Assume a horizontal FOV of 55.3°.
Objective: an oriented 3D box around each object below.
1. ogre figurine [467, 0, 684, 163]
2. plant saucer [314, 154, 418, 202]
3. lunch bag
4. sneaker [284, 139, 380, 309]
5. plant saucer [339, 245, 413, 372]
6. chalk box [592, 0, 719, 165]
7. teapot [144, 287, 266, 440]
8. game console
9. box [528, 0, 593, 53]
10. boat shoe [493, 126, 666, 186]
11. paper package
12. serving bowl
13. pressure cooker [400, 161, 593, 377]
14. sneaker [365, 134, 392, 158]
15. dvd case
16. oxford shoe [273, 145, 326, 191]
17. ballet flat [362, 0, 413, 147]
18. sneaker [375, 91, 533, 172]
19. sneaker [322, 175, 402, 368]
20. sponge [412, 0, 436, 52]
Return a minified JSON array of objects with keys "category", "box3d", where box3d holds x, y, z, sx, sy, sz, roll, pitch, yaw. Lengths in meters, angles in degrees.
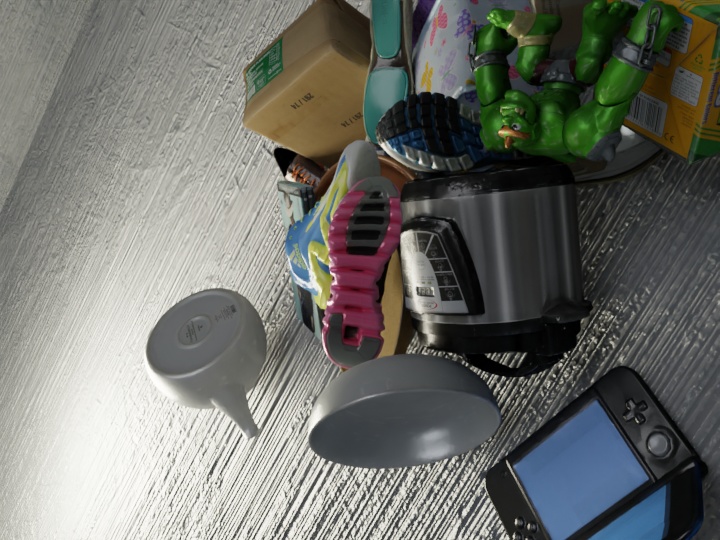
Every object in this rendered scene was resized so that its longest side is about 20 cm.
[{"category":"ogre figurine","box3d":[0.163,-0.154,0.576,0.198,0.098,0.122,12,100,35]},{"category":"plant saucer","box3d":[0.022,-0.048,0.872,0.198,0.037,0.203,12,111,33]},{"category":"lunch bag","box3d":[0.127,-0.212,0.814,0.200,0.125,0.172,127,146,-60]},{"category":"sneaker","box3d":[-0.043,-0.057,0.793,0.104,0.075,0.203,21,108,31]},{"category":"plant saucer","box3d":[0.019,0.042,0.808,0.200,0.035,0.203,-174,90,-67]},{"category":"chalk box","box3d":[0.316,-0.199,0.574,0.198,0.125,0.125,-24,44,-15]},{"category":"teapot","box3d":[-0.221,0.134,1.050,0.195,0.147,0.201,2,49,26]},{"category":"game console","box3d":[0.183,0.197,0.595,0.200,0.118,0.172,-47,46,23]},{"category":"box","box3d":[0.263,-0.301,0.674,0.198,0.095,0.079,-16,63,18]},{"category":"boat shoe","box3d":[0.230,-0.129,0.711,0.199,0.068,0.076,-23,59,40]},{"category":"paper package","box3d":[-0.039,-0.257,0.963,0.199,0.189,0.105,-27,55,39]},{"category":"serving bowl","box3d":[0.042,0.139,0.713,0.199,0.199,0.067,-33,47,34]},{"category":"pressure cooker","box3d":[0.131,0.003,0.671,0.176,0.176,0.203,-5,97,12]},{"category":"sneaker","box3d":[0.038,-0.122,0.915,0.085,0.074,0.202,48,123,46]},{"category":"dvd case","box3d":[-0.076,-0.018,0.931,0.146,0.022,0.203,-150,52,-69]},{"category":"oxford shoe","box3d":[-0.077,-0.128,1.041,0.072,0.072,0.200,-57,43,13]},{"category":"ballet flat","box3d":[0.044,-0.255,0.855,0.067,0.062,0.203,11,106,25]},{"category":"sneaker","box3d":[0.089,-0.125,0.679,0.086,0.198,0.076,-13,83,55]},{"category":"sneaker","box3d":[0.000,0.000,0.741,0.095,0.078,0.203,-4,-75,-88]},{"category":"sponge","box3d":[0.111,-0.356,0.852,0.112,0.030,0.200,-51,-1,-16]}]
